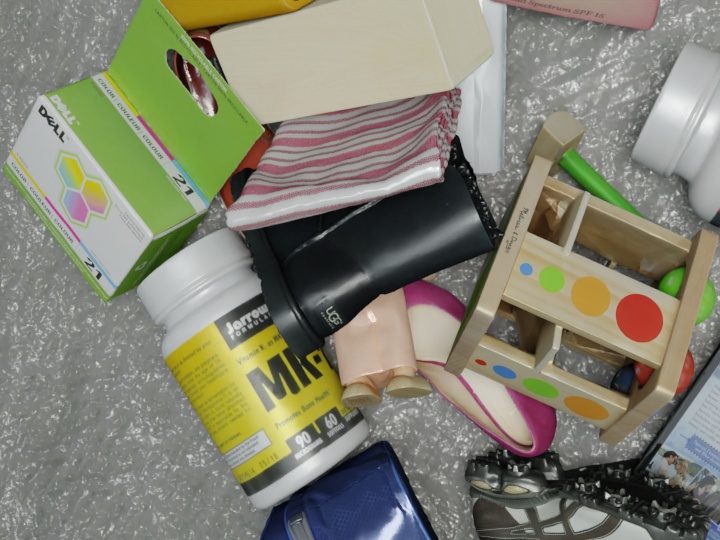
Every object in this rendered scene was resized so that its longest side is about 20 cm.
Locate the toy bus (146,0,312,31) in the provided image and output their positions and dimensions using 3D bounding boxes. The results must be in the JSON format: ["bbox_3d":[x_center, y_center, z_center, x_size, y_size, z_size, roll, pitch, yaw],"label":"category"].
[{"bbox_3d":[-0.102,-0.224,0.826,0.198,0.078,0.066,5,126,46],"label":"toy bus"}]

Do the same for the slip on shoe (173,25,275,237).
[{"bbox_3d":[-0.101,-0.104,0.895,0.073,0.061,0.203,-21,92,15],"label":"slip on shoe"}]

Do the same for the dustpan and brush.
[{"bbox_3d":[0.016,-0.148,0.867,0.196,0.057,0.142,2,107,9],"label":"dustpan and brush"}]

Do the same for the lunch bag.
[{"bbox_3d":[-0.005,0.223,0.840,0.131,0.200,0.138,-28,86,-2],"label":"lunch bag"}]

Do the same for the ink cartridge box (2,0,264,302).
[{"bbox_3d":[-0.185,-0.095,0.869,0.148,0.075,0.200,50,134,5],"label":"ink cartridge box"}]

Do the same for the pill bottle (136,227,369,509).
[{"bbox_3d":[-0.089,0.076,0.883,0.113,0.114,0.202,-34,87,16],"label":"pill bottle"}]

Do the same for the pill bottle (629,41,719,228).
[{"bbox_3d":[0.294,-0.073,0.758,0.198,0.119,0.121,28,103,11],"label":"pill bottle"}]

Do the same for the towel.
[{"bbox_3d":[-0.006,-0.089,0.750,0.144,0.201,0.030,-14,113,15],"label":"towel"}]

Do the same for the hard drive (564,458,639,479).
[{"bbox_3d":[0.259,0.210,0.842,0.196,0.038,0.142,-12,93,16],"label":"hard drive"}]

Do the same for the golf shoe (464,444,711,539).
[{"bbox_3d":[0.163,0.190,0.801,0.198,0.077,0.097,5,98,49],"label":"golf shoe"}]

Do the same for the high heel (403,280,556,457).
[{"bbox_3d":[0.066,0.070,0.849,0.199,0.096,0.068,42,105,7],"label":"high heel"}]

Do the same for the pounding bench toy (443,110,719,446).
[{"bbox_3d":[0.173,-0.004,0.788,0.154,0.125,0.202,23,66,3],"label":"pounding bench toy"}]

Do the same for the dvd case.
[{"bbox_3d":[0.286,0.143,0.798,0.142,0.018,0.202,34,105,10],"label":"dvd case"}]

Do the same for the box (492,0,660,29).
[{"bbox_3d":[0.154,-0.266,0.719,0.126,0.200,0.111,13,72,11],"label":"box"}]

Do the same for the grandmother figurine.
[{"bbox_3d":[0.000,0.000,0.854,0.119,0.061,0.204,-7,72,2],"label":"grandmother figurine"}]

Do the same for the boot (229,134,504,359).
[{"bbox_3d":[0.001,-0.042,0.785,0.166,0.201,0.077,-29,127,3],"label":"boot"}]

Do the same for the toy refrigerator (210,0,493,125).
[{"bbox_3d":[-0.008,-0.163,0.788,0.198,0.070,0.077,-4,118,41],"label":"toy refrigerator"}]
